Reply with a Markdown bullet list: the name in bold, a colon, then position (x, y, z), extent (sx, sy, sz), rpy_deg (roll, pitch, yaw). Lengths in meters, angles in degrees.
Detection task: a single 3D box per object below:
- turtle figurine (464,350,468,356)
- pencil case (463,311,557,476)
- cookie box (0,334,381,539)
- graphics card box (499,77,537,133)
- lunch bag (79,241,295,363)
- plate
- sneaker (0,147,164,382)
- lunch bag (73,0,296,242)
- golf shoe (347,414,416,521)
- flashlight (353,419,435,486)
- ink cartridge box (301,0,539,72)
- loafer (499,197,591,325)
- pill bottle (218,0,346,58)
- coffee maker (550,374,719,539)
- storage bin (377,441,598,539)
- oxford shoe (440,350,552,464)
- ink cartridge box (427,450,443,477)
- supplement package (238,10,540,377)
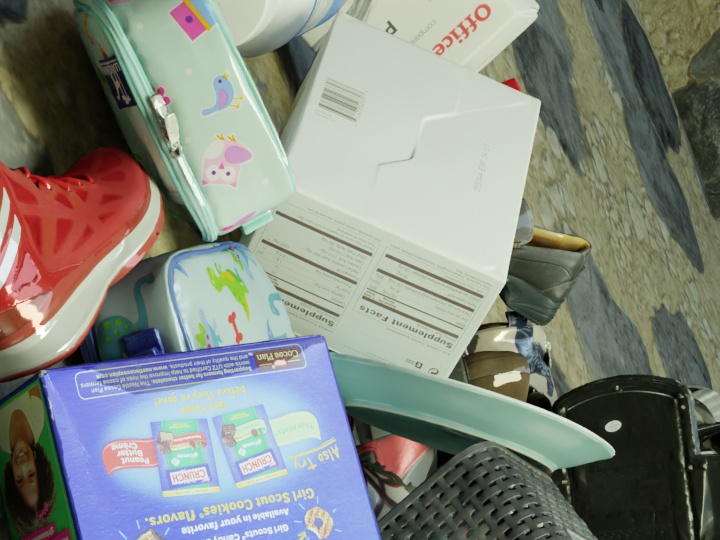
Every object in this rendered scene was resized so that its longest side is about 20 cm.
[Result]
- **turtle figurine**: position (0.000, 0.000, 1.499), extent (0.200, 0.101, 0.150), rpy_deg (55, 3, 4)
- **pencil case**: position (0.128, 0.135, 1.627), extent (0.078, 0.089, 0.201), rpy_deg (78, -3, -76)
- **cookie box**: position (-0.078, 0.145, 1.049), extent (0.171, 0.075, 0.201), rpy_deg (-6, 73, -34)
- **graphics card box**: position (0.062, -0.091, 1.622), extent (0.200, 0.125, 0.051), rpy_deg (105, -37, -85)
- **lunch bag**: position (-0.085, 0.085, 1.201), extent (0.201, 0.082, 0.161), rpy_deg (70, 18, 0)
- **plate**: position (0.055, 0.092, 1.275), extent (0.200, 0.200, 0.026), rpy_deg (36, 70, -59)
- **sneaker**: position (-0.169, -0.041, 1.103), extent (0.200, 0.078, 0.116), rpy_deg (-78, 145, -59)
- **lunch bag**: position (-0.106, -0.100, 1.241), extent (0.200, 0.077, 0.161), rpy_deg (-138, -155, -74)
- **golf shoe**: position (-0.017, 0.150, 1.357), extent (0.200, 0.077, 0.088), rpy_deg (56, 29, -12)
- **flashlight**: position (0.041, 0.186, 1.477), extent (0.068, 0.067, 0.201), rpy_deg (52, 22, -79)
- **ink cartridge box**: position (0.018, -0.226, 1.610), extent (0.200, 0.146, 0.083), rpy_deg (50, 18, 4)
- **loafer**: position (0.096, -0.028, 1.559), extent (0.200, 0.072, 0.073), rpy_deg (28, 17, -48)
- **pill bottle**: position (-0.076, -0.210, 1.478), extent (0.113, 0.112, 0.200), rpy_deg (67, 19, -8)
- **coffee maker**: position (0.215, 0.175, 1.550), extent (0.200, 0.134, 0.193), rpy_deg (16, 90, -67)
- **storage bin**: position (0.045, 0.207, 1.227), extent (0.094, 0.200, 0.135), rpy_deg (53, 9, 29)
- **oxford shoe**: position (0.099, 0.125, 1.511), extent (0.200, 0.084, 0.073), rpy_deg (86, -8, -58)
- **ink cartridge box**: position (0.064, 0.193, 1.585), extent (0.095, 0.037, 0.200), rpy_deg (56, 25, -38)
- **supplement package**: position (0.016, -0.047, 1.370), extent (0.155, 0.111, 0.200), rpy_deg (23, 39, -6)
